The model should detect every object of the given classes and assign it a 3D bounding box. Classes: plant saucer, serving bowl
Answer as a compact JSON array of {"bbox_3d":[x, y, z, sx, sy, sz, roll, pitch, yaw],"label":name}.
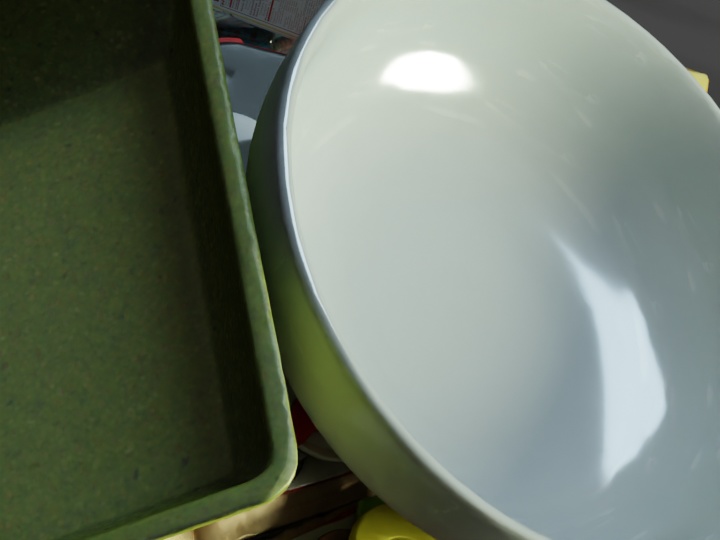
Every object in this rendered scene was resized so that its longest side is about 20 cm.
[{"bbox_3d":[-0.115,0.015,0.582,0.048,0.200,0.200,52,22,-55],"label":"plant saucer"},{"bbox_3d":[0.044,0.005,0.611,0.200,0.066,0.200,19,54,-29],"label":"serving bowl"}]

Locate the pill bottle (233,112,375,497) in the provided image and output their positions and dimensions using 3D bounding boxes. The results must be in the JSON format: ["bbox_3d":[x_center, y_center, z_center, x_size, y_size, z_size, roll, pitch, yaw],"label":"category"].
[{"bbox_3d":[-0.057,0.017,0.703,0.200,0.114,0.114,59,28,11],"label":"pill bottle"}]

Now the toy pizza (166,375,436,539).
[{"bbox_3d":[0.014,0.062,0.623,0.200,0.032,0.201,19,54,-28],"label":"toy pizza"}]

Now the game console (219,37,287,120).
[{"bbox_3d":[0.000,0.000,0.847,0.200,0.031,0.177,13,69,-14],"label":"game console"}]

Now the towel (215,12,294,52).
[{"bbox_3d":[-0.126,-0.134,1.033,0.200,0.022,0.147,10,13,9],"label":"towel"}]

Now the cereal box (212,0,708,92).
[{"bbox_3d":[0.037,-0.103,0.901,0.144,0.040,0.200,8,11,-34],"label":"cereal box"}]
